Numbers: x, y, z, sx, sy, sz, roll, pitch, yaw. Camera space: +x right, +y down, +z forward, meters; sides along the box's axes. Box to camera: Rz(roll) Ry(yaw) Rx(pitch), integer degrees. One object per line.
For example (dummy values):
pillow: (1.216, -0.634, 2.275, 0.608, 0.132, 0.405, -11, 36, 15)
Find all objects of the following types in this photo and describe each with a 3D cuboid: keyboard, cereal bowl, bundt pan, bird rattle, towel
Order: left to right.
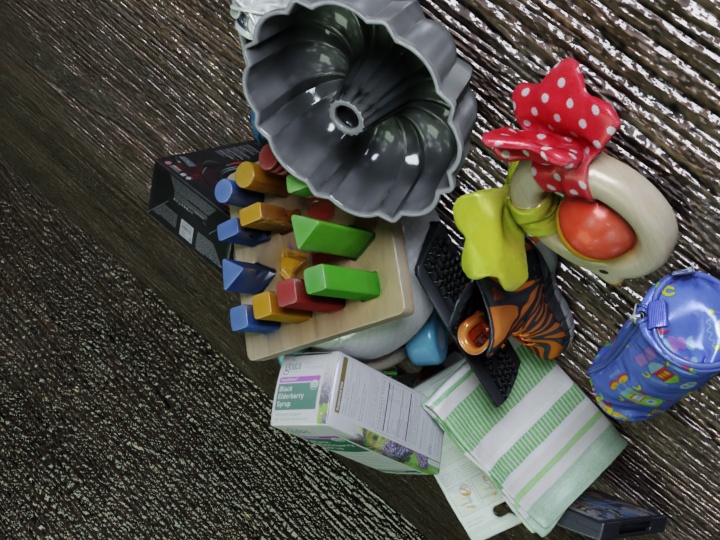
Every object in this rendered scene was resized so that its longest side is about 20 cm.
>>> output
cereal bowl: (-0.016, -0.010, 1.007, 0.200, 0.200, 0.083, 33, -170, 33)
bundt pan: (0.007, -0.141, 0.793, 0.202, 0.076, 0.202, 22, 139, 21)
keyboard: (0.117, 0.031, 0.995, 0.021, 0.127, 0.200, -12, 127, 30)
towel: (0.183, 0.170, 1.087, 0.200, 0.153, 0.023, 48, 167, -6)
bird rattle: (0.161, -0.059, 0.733, 0.163, 0.113, 0.200, 31, 150, 2)

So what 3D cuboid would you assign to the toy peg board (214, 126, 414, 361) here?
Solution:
toy peg board: (-0.070, -0.035, 0.932, 0.199, 0.200, 0.098, -19, 162, 35)

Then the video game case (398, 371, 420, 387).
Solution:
video game case: (0.119, 0.200, 1.355, 0.182, 0.024, 0.200, 35, -160, 29)

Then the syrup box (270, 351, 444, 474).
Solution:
syrup box: (0.003, 0.155, 1.053, 0.079, 0.081, 0.200, -8, 153, 38)

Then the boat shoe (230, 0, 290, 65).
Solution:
boat shoe: (-0.080, -0.230, 0.872, 0.074, 0.065, 0.200, 39, 164, 17)

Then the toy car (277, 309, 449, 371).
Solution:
toy car: (0.000, 0.000, 1.111, 0.184, 0.177, 0.200, -7, 105, 19)

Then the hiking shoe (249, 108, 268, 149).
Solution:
hiking shoe: (-0.083, -0.166, 1.032, 0.087, 0.074, 0.200, 51, 160, 5)

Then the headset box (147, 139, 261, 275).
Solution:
headset box: (-0.122, -0.083, 1.157, 0.149, 0.200, 0.075, 37, 127, 31)

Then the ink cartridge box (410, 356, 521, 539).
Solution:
ink cartridge box: (0.153, 0.202, 1.178, 0.162, 0.050, 0.200, -35, 83, 31)

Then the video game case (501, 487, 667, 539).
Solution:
video game case: (0.250, 0.284, 1.226, 0.200, 0.026, 0.181, 13, 180, 40)

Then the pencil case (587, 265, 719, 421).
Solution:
pencil case: (0.244, 0.067, 0.808, 0.087, 0.078, 0.200, 12, 159, 3)

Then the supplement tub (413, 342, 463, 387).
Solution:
supplement tub: (0.168, 0.184, 1.250, 0.200, 0.107, 0.107, 35, 162, 28)

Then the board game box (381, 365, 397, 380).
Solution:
board game box: (0.032, 0.107, 1.245, 0.200, 0.023, 0.105, -88, 0, -59)

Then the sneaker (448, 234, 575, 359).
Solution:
sneaker: (0.140, 0.047, 0.954, 0.078, 0.112, 0.200, 31, 159, 38)
